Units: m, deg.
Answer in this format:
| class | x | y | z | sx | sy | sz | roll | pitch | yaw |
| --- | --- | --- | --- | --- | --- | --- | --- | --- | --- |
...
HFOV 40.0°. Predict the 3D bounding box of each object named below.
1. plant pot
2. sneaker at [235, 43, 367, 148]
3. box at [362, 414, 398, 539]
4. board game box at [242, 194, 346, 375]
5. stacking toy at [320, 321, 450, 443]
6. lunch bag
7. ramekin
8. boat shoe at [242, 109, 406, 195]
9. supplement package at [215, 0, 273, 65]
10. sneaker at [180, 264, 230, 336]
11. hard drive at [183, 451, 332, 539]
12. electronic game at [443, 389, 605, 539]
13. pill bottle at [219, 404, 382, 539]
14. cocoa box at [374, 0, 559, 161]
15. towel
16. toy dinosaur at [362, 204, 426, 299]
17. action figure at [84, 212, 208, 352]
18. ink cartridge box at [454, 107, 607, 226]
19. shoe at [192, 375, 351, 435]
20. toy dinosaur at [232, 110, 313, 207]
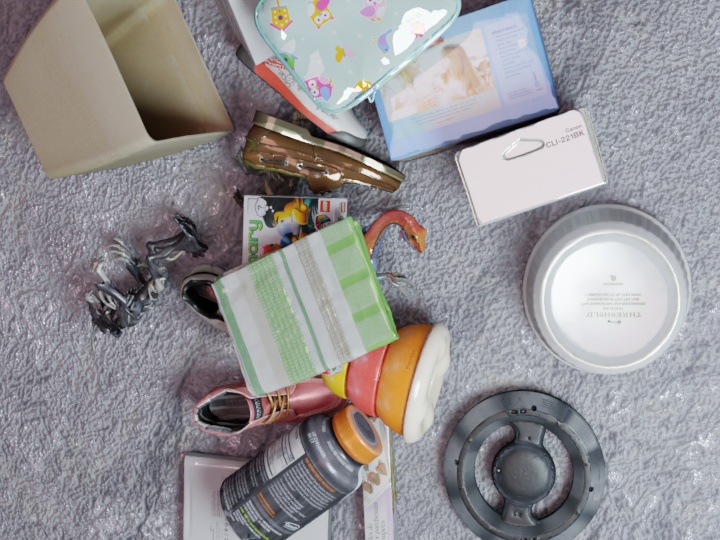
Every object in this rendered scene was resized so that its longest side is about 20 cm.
| class | x | y | z | sx | sy | sz | roll | pitch | yaw |
| --- | --- | --- | --- | --- | --- | --- | --- | --- | --- |
| plant pot | -0.305 | -0.215 | 1.193 | 0.175 | 0.199 | 0.202 | -24 | 92 | 24 |
| sneaker | -0.049 | -0.246 | 1.189 | 0.201 | 0.067 | 0.108 | 40 | 104 | 10 |
| box | 0.024 | 0.280 | 1.254 | 0.038 | 0.041 | 0.203 | -1 | 96 | 12 |
| board game box | -0.079 | 0.014 | 1.154 | 0.125 | 0.034 | 0.204 | 3 | 94 | 27 |
| stacking toy | 0.002 | 0.111 | 1.190 | 0.197 | 0.146 | 0.148 | 16 | 100 | 14 |
| lunch bag | -0.003 | -0.268 | 1.028 | 0.199 | 0.077 | 0.161 | -36 | 110 | 13 |
| ramekin | 0.286 | 0.027 | 1.143 | 0.199 | 0.094 | 0.206 | 1 | 96 | 11 |
| boat shoe | -0.045 | -0.126 | 1.191 | 0.197 | 0.072 | 0.069 | 21 | 97 | -7 |
| supplement package | -0.075 | -0.359 | 1.098 | 0.199 | 0.156 | 0.111 | -32 | 64 | -5 |
| sneaker | -0.145 | 0.066 | 1.244 | 0.198 | 0.080 | 0.074 | 30 | 99 | 5 |
| hard drive | -0.135 | 0.314 | 1.297 | 0.197 | 0.026 | 0.134 | 4 | 97 | 11 |
| electronic game | 0.200 | 0.247 | 1.213 | 0.197 | 0.042 | 0.203 | 1 | 95 | 11 |
| pill bottle | -0.068 | 0.248 | 1.206 | 0.199 | 0.106 | 0.107 | -37 | 89 | 15 |
| cocoa box | 0.118 | -0.215 | 1.129 | 0.197 | 0.131 | 0.135 | -15 | 94 | 13 |
| towel | -0.064 | 0.043 | 1.117 | 0.198 | 0.031 | 0.151 | -23 | 85 | 23 |
| toy dinosaur | 0.000 | 0.000 | 1.164 | 0.198 | 0.182 | 0.106 | -24 | 66 | -29 |
| action figure | -0.290 | 0.006 | 1.250 | 0.200 | 0.119 | 0.102 | -42 | 106 | 4 |
| ink cartridge box | 0.189 | -0.116 | 1.091 | 0.142 | 0.200 | 0.085 | -19 | 93 | 13 |
| shoe | -0.109 | 0.168 | 1.241 | 0.197 | 0.091 | 0.073 | -7 | 96 | 12 |
| toy dinosaur | -0.114 | -0.107 | 1.235 | 0.087 | 0.047 | 0.203 | 12 | 102 | 3 |
